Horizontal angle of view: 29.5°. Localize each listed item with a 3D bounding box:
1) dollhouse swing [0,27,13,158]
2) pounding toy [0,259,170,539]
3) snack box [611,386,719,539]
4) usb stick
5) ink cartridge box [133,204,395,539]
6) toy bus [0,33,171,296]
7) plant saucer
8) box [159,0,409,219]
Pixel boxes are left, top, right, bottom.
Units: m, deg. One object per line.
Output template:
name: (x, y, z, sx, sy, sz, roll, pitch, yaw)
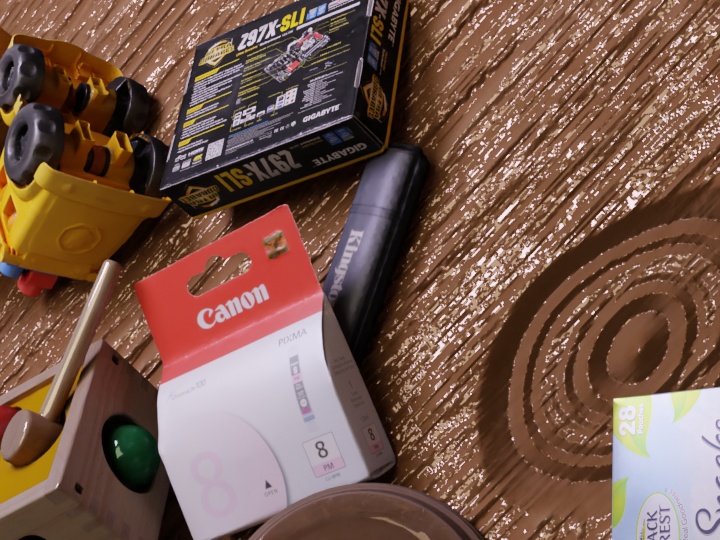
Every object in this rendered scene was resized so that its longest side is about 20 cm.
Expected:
dollhouse swing: (-0.404, -0.119, 1.310, 0.175, 0.182, 0.201, 8, 76, 24)
pounding toy: (-0.229, 0.133, 1.037, 0.199, 0.142, 0.185, -29, 31, 23)
snack box: (0.236, 0.146, 0.736, 0.199, 0.068, 0.170, -12, 64, 37)
usb stick: (0.000, 0.000, 1.013, 0.055, 0.033, 0.201, 12, 79, 40)
ink cartridge box: (-0.084, 0.078, 0.983, 0.162, 0.057, 0.201, -25, 88, 28)
toy bus: (-0.274, -0.081, 1.220, 0.192, 0.135, 0.200, -52, 44, 30)
plant saucer: (-0.002, 0.223, 0.861, 0.199, 0.030, 0.201, -5, 58, 8)
box: (-0.061, -0.140, 1.094, 0.199, 0.049, 0.160, -17, 47, 33)
